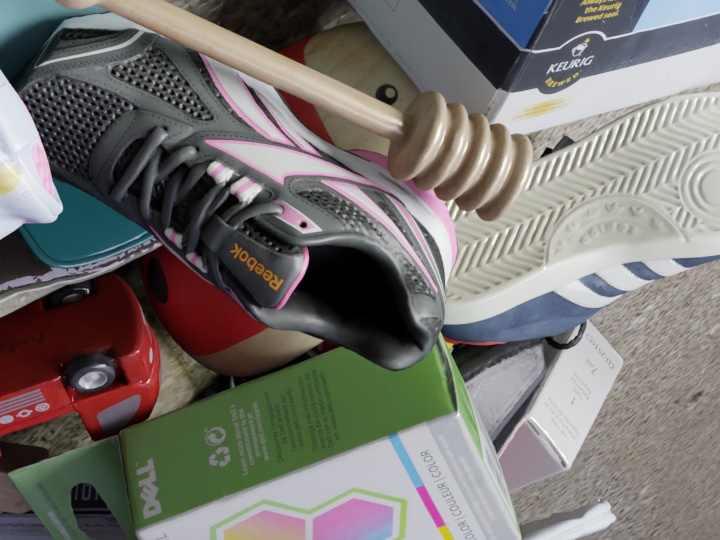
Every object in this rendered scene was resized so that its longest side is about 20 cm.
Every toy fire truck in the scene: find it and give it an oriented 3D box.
[{"bbox_3d":[-0.177,0.082,1.002,0.199,0.049,0.141,-18,146,-3],"label":"toy fire truck"}]

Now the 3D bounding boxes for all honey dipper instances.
[{"bbox_3d":[-0.026,-0.074,0.848,0.199,0.038,0.038,25,120,-22],"label":"honey dipper"}]

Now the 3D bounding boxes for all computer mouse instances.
[{"bbox_3d":[0.042,0.069,1.185,0.200,0.053,0.138,-50,-171,-31],"label":"computer mouse"}]

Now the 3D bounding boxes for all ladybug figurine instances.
[{"bbox_3d":[-0.033,-0.035,0.988,0.072,0.136,0.200,26,125,-32],"label":"ladybug figurine"}]

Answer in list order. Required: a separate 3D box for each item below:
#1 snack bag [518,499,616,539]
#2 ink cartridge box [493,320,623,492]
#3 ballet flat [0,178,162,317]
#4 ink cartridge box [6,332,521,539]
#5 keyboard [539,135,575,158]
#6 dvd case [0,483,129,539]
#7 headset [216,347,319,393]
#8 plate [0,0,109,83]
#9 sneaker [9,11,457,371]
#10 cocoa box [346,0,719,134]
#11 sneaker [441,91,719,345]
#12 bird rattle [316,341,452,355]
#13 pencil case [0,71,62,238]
[{"bbox_3d":[-0.004,0.161,1.049,0.199,0.022,0.188,-20,177,-44],"label":"snack bag"},{"bbox_3d":[0.036,0.121,1.270,0.199,0.045,0.176,-28,-161,43],"label":"ink cartridge box"},{"bbox_3d":[-0.152,-0.013,0.942,0.199,0.068,0.062,-26,-177,-21],"label":"ballet flat"},{"bbox_3d":[-0.040,0.103,0.983,0.199,0.060,0.104,-21,138,6],"label":"ink cartridge box"},{"bbox_3d":[0.065,0.004,1.275,0.201,0.021,0.127,-56,171,29],"label":"keyboard"},{"bbox_3d":[-0.117,0.128,1.137,0.149,0.025,0.200,-3,163,23],"label":"dvd case"},{"bbox_3d":[-0.020,0.066,1.208,0.124,0.094,0.200,-53,164,27],"label":"headset"},{"bbox_3d":[-0.135,-0.108,0.822,0.199,0.026,0.201,-31,155,-16],"label":"plate"},{"bbox_3d":[-0.044,-0.027,0.863,0.199,0.087,0.081,23,118,-18],"label":"sneaker"},{"bbox_3d":[0.102,-0.157,0.948,0.199,0.134,0.132,-17,148,-40],"label":"cocoa box"},{"bbox_3d":[0.112,-0.018,1.004,0.198,0.075,0.085,-15,157,1],"label":"sneaker"},{"bbox_3d":[0.000,0.000,1.077,0.200,0.112,0.164,-52,151,-62],"label":"bird rattle"},{"bbox_3d":[-0.202,-0.012,0.780,0.199,0.084,0.091,-28,176,-1],"label":"pencil case"}]
